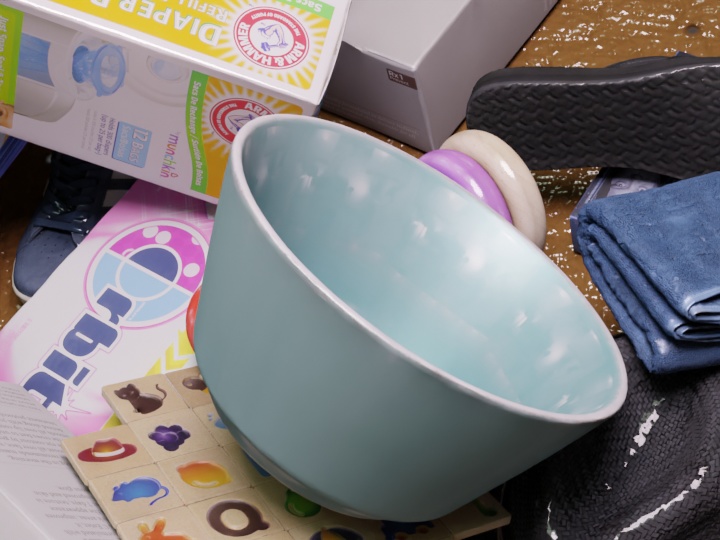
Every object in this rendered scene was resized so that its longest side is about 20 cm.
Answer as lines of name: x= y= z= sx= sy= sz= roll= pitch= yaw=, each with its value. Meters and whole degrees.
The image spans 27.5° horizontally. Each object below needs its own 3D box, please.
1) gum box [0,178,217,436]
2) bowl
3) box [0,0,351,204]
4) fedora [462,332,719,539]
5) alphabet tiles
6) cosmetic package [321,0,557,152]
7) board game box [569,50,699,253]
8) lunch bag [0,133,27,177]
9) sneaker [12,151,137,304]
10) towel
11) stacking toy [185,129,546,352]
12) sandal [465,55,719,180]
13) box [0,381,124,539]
gum box: x=-0.109 y=0.028 z=0.813 sx=0.113 sy=0.066 sz=0.200 roll=26 pitch=64 yaw=28
bowl: x=0.006 y=0.032 z=0.647 sx=0.105 sy=0.200 sz=0.201 roll=-54 pitch=51 yaw=23
box: x=-0.113 y=-0.122 z=0.768 sx=0.199 sy=0.113 sz=0.102 roll=19 pitch=55 yaw=-6
fedora: x=0.129 y=0.096 z=0.692 sx=0.200 sy=0.092 sz=0.201 roll=-7 pitch=54 yaw=9
alphabet tiles: x=-0.036 y=0.097 z=0.677 sx=0.166 sy=0.006 sz=0.200 roll=-12 pitch=34 yaw=-29
cosmetic package: x=0.053 y=-0.180 z=0.914 sx=0.107 sy=0.090 sz=0.200 roll=27 pitch=68 yaw=29
board game box: x=0.233 y=-0.034 z=0.798 sx=0.199 sy=0.035 sz=0.136 roll=23 pitch=63 yaw=27
lunch bag: x=-0.270 y=-0.078 z=0.877 sx=0.161 sy=0.082 sz=0.200 roll=20 pitch=73 yaw=50
sneaker: x=-0.162 y=-0.072 z=0.887 sx=0.075 sy=0.085 sz=0.201 roll=9 pitch=58 yaw=19
towel: x=0.211 y=-0.015 z=0.704 sx=0.199 sy=0.049 sz=0.112 roll=-12 pitch=40 yaw=-13
stacking toy: x=0.000 y=0.000 z=0.767 sx=0.200 sy=0.086 sz=0.085 roll=-27 pitch=52 yaw=-28
sandal: x=0.157 y=-0.089 z=0.792 sx=0.200 sy=0.076 sz=0.048 roll=6 pitch=39 yaw=18
box: x=-0.171 y=0.160 z=0.677 sx=0.200 sy=0.106 sz=0.153 roll=36 pitch=98 yaw=31
